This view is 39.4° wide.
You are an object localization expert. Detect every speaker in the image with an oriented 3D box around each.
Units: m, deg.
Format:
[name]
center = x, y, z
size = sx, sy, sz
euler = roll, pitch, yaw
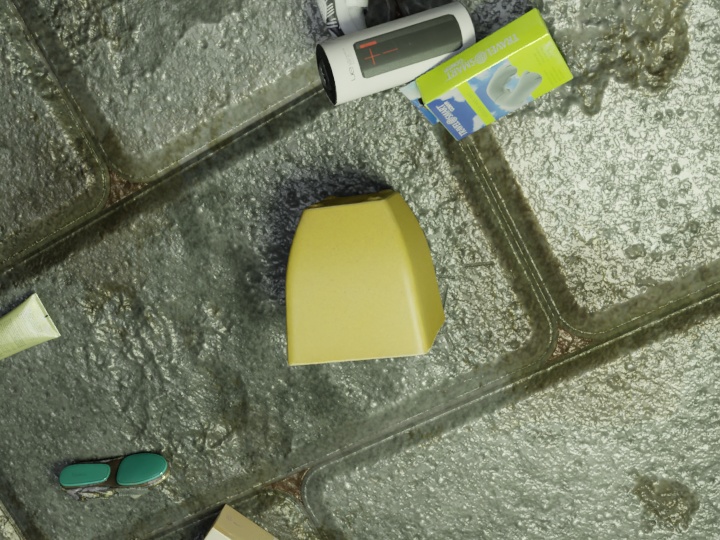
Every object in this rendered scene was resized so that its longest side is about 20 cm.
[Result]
[speaker]
center = 0.044, -0.277, 1.281
size = 0.197, 0.081, 0.083
euler = -19, 105, -11

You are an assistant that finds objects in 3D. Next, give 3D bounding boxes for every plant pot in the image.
[plant pot]
center = 0.000, 0.000, 1.367
size = 0.191, 0.196, 0.204
euler = -6, 100, 13

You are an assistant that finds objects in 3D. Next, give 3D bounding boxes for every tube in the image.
[tube]
center = -0.572, 0.112, 1.594
size = 0.198, 0.053, 0.058
euler = -27, 142, 15

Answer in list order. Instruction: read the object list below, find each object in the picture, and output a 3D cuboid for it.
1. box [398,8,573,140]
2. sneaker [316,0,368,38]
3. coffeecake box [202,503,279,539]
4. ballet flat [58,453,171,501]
[box]
center = 0.162, -0.242, 1.289
size = 0.198, 0.122, 0.048
euler = -28, 63, 18
[sneaker]
center = -0.005, -0.380, 1.301
size = 0.113, 0.075, 0.203
euler = -22, 99, 19
[coffeecake box]
center = -0.212, 0.509, 1.631
size = 0.152, 0.073, 0.201
euler = 33, 111, -1
[ballet flat]
center = -0.388, 0.338, 1.625
size = 0.197, 0.072, 0.073
euler = -8, 106, 14
